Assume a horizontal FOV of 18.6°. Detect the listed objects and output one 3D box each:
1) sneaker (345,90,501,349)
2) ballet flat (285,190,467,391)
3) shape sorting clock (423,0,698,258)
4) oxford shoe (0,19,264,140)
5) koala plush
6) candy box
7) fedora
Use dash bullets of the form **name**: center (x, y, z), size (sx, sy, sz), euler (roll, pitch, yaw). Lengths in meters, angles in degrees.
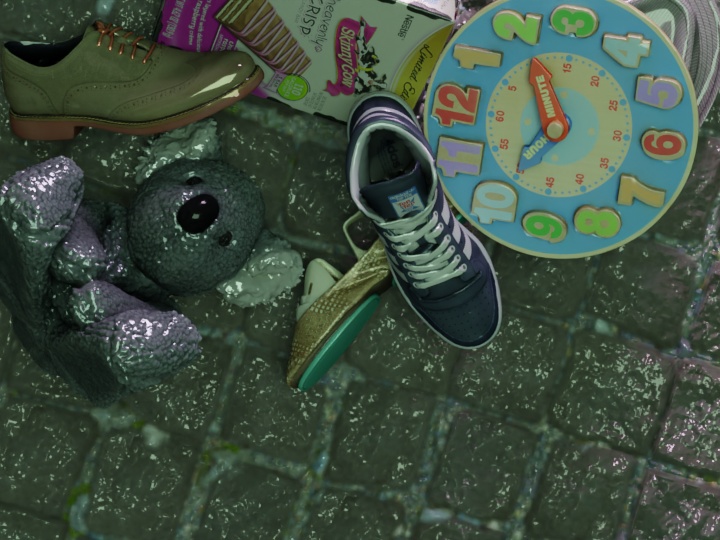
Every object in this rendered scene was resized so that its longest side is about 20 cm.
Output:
- **sneaker**: center (0.043, -0.027, 1.553), size (0.070, 0.109, 0.201), euler (-25, 99, 5)
- **ballet flat**: center (0.000, 0.000, 1.646), size (0.065, 0.071, 0.200), euler (43, 83, 10)
- **shape sorting clock**: center (0.142, -0.104, 1.579), size (0.198, 0.039, 0.202), euler (5, 109, 14)
- **oxford shoe**: center (-0.168, -0.141, 1.567), size (0.198, 0.071, 0.075), euler (-7, 117, 15)
- **koala plush**: center (-0.152, -0.015, 1.590), size (0.200, 0.184, 0.178), euler (-36, 86, -24)
- **candy box**: center (-0.041, -0.184, 1.583), size (0.198, 0.137, 0.061), euler (17, 49, -8)
- **fedora**: center (0.190, -0.153, 1.637), size (0.200, 0.090, 0.177), euler (-45, 99, -2)
